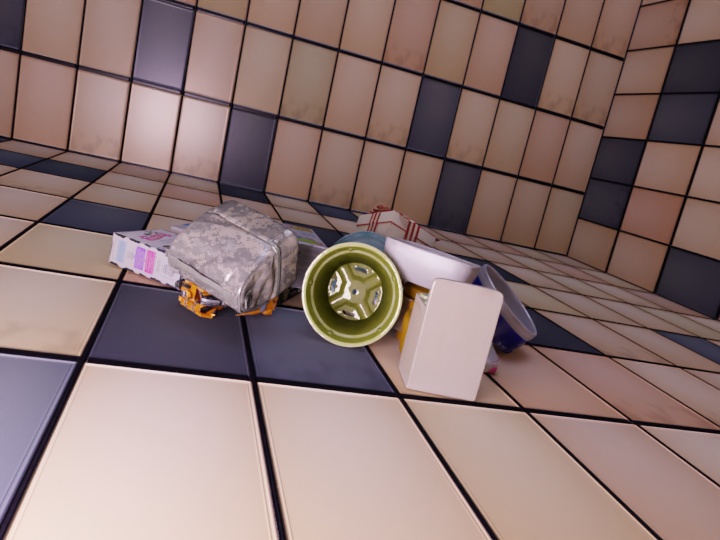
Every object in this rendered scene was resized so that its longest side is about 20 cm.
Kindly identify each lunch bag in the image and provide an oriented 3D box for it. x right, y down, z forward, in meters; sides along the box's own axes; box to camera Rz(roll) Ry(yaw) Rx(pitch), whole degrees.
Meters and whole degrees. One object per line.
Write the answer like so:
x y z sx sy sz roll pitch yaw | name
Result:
-0.236 -0.020 1.104 0.198 0.141 0.167 29 39 21 | lunch bag

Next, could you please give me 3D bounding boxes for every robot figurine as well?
-0.268 0.053 1.189 0.144 0.059 0.198 23 14 39 | robot figurine

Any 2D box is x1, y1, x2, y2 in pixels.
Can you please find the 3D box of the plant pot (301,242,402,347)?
-0.014 0.046 1.251 0.196 0.205 0.184 14 1 1 | plant pot

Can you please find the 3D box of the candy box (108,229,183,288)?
-0.430 -0.030 1.353 0.197 0.073 0.167 18 13 17 | candy box

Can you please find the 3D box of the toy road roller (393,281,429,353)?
0.120 0.111 1.215 0.144 0.126 0.199 -5 21 -40 | toy road roller

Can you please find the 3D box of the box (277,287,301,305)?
-0.224 0.020 1.422 0.156 0.047 0.200 16 12 10 | box

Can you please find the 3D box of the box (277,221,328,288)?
-0.156 -0.037 1.401 0.110 0.103 0.200 11 13 -19 | box

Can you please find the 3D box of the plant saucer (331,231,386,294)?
0.000 0.000 1.477 0.197 0.203 0.027 18 -17 22 | plant saucer

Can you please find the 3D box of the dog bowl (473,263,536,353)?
0.322 0.089 1.403 0.200 0.078 0.201 45 20 -21 | dog bowl

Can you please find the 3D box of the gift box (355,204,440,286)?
0.093 -0.056 1.604 0.183 0.190 0.198 29 -17 -37 | gift box

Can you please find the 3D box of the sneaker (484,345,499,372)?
0.236 0.122 1.263 0.080 0.089 0.202 -2 46 -30 | sneaker

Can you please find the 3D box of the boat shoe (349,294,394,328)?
0.070 0.091 1.377 0.196 0.072 0.070 11 20 17 | boat shoe

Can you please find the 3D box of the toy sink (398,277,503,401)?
0.156 0.108 1.071 0.128 0.204 0.112 11 12 -7 | toy sink

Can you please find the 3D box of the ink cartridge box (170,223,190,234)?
-0.388 -0.065 1.575 0.196 0.068 0.116 15 11 8 | ink cartridge box

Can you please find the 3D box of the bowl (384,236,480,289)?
0.145 -0.007 1.260 0.197 0.076 0.199 21 6 16 | bowl
